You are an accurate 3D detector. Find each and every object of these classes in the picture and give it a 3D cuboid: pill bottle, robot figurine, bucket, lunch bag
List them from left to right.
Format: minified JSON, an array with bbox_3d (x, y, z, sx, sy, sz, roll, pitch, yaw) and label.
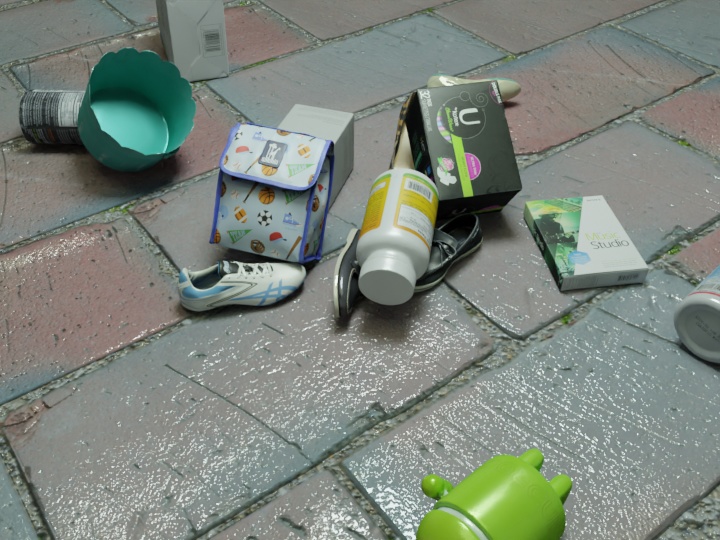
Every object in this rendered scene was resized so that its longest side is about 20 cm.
[{"bbox_3d":[-0.551,-0.299,1.521,0.199,0.106,0.106,2,41,1],"label":"pill bottle"},{"bbox_3d":[-0.413,-0.286,1.423,0.207,0.135,0.208,9,72,-30],"label":"bucket"},{"bbox_3d":[-0.138,-0.125,1.240,0.169,0.201,0.124,13,9,11],"label":"lunch bag"},{"bbox_3d":[0.054,-0.050,1.183,0.111,0.111,0.200,7,51,8],"label":"pill bottle"},{"bbox_3d":[0.144,0.284,0.857,0.200,0.116,0.175,-31,58,-30],"label":"robot figurine"},{"bbox_3d":[0.557,0.042,1.141,0.200,0.109,0.109,-32,51,-31],"label":"pill bottle"}]

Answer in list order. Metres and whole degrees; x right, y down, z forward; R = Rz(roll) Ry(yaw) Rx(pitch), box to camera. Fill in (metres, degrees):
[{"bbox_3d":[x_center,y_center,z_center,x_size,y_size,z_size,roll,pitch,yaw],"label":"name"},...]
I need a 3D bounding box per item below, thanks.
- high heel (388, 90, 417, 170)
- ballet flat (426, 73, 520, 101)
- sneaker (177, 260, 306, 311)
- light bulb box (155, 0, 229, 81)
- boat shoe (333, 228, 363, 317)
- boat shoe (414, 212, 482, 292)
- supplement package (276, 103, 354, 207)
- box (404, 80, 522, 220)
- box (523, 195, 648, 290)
[{"bbox_3d":[0.088,-0.228,1.416,0.071,0.143,0.200,5,41,5],"label":"high heel"},{"bbox_3d":[0.238,-0.372,1.651,0.199,0.070,0.070,6,42,9],"label":"ballet flat"},{"bbox_3d":[-0.180,0.014,1.195,0.199,0.073,0.072,-10,41,-13],"label":"sneaker"},{"bbox_3d":[-0.384,-0.562,1.750,0.124,0.199,0.200,-12,44,-16],"label":"light bulb box"},{"bbox_3d":[0.000,0.000,1.212,0.063,0.073,0.200,5,37,9],"label":"boat shoe"},{"bbox_3d":[0.126,-0.033,1.258,0.200,0.062,0.075,-34,53,-31],"label":"boat shoe"},{"bbox_3d":[-0.097,-0.192,1.391,0.119,0.122,0.200,12,42,13],"label":"supplement package"},{"bbox_3d":[0.173,-0.203,1.338,0.148,0.124,0.201,-9,77,-9],"label":"box"},{"bbox_3d":[0.371,-0.051,1.299,0.144,0.036,0.200,-6,41,-7],"label":"box"}]
